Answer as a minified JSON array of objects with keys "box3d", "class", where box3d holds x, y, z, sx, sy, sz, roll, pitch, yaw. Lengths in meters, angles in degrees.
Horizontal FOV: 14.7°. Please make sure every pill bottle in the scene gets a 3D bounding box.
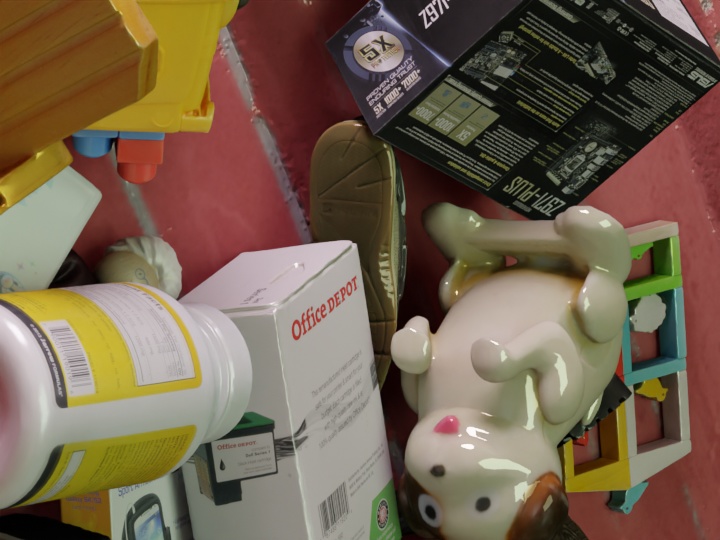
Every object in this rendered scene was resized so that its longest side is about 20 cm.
[{"box3d":[-0.150,0.065,1.520,0.200,0.112,0.113,-5,99,-55],"class":"pill bottle"}]

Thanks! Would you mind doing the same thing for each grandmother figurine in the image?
[{"box3d":[-0.187,0.032,1.618,0.199,0.060,0.122,-25,120,-34],"class":"grandmother figurine"}]

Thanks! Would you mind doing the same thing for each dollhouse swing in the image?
[{"box3d":[-0.238,-0.109,1.441,0.182,0.176,0.201,-38,103,-30],"class":"dollhouse swing"}]

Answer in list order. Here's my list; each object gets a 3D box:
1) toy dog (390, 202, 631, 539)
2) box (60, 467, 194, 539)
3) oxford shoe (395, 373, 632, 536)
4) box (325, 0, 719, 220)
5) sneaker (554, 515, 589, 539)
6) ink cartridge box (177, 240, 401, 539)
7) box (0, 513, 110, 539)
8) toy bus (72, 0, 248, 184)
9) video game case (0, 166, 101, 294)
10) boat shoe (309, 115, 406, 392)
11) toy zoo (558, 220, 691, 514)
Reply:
[{"box3d":[0.086,0.081,1.768,0.194,0.139,0.201,67,37,-53],"class":"toy dog"},{"box3d":[-0.133,0.159,1.666,0.119,0.041,0.201,-20,108,-64],"class":"box"},{"box3d":[0.083,0.106,1.871,0.200,0.073,0.085,-36,91,-28],"class":"oxford shoe"},{"box3d":[0.107,-0.134,1.768,0.164,0.086,0.200,-42,142,20],"class":"box"},{"box3d":[0.092,0.194,1.873,0.076,0.071,0.200,-43,161,16],"class":"sneaker"},{"box3d":[-0.047,0.097,1.698,0.146,0.084,0.201,-39,123,-65],"class":"ink cartridge box"},{"box3d":[-0.222,0.252,1.582,0.147,0.104,0.201,-10,102,-41],"class":"box"},{"box3d":[-0.134,-0.157,1.585,0.135,0.201,0.193,0,128,-9],"class":"toy bus"},{"box3d":[-0.259,-0.016,1.530,0.182,0.024,0.201,38,64,-21],"class":"video game case"},{"box3d":[-0.001,-0.001,1.769,0.066,0.071,0.202,-39,136,-65],"class":"boat shoe"},{"box3d":[0.180,0.074,1.972,0.131,0.020,0.201,-13,104,-40],"class":"toy zoo"}]
